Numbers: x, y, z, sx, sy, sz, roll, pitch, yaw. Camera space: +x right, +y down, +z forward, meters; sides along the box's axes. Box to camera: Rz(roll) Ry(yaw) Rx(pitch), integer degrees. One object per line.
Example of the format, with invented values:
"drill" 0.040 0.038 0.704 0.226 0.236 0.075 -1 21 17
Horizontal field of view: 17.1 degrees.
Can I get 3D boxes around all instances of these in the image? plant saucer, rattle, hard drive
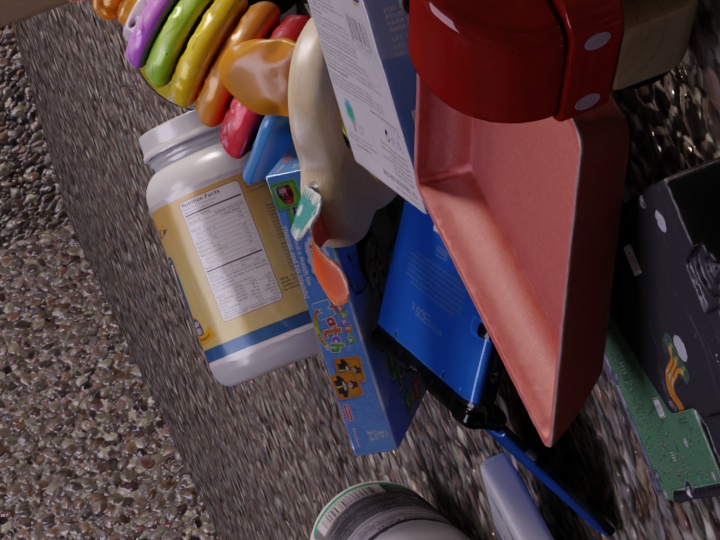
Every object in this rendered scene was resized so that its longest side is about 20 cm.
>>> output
"plant saucer" 0.075 -0.054 1.120 0.200 0.037 0.200 92 161 -44
"rattle" -0.050 -0.067 1.431 0.130 0.143 0.200 73 -152 -57
"hard drive" 0.152 0.032 1.083 0.200 0.038 0.140 135 114 -77

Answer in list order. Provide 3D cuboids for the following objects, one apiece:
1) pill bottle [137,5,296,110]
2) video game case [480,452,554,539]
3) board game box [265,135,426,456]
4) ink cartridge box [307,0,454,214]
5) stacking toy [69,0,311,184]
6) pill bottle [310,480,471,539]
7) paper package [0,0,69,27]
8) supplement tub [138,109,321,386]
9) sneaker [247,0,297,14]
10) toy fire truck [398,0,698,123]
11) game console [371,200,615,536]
"pill bottle" -0.107 -0.185 1.754 0.200 0.112 0.112 150 99 -79
"video game case" 0.137 0.238 1.531 0.182 0.023 0.200 74 170 -56
"board game box" 0.000 0.000 1.591 0.151 0.037 0.200 -59 -44 -63
"ink cartridge box" 0.021 -0.146 1.290 0.136 0.076 0.200 -138 27 -67
"stacking toy" -0.117 -0.157 1.603 0.200 0.116 0.110 29 154 0
"pill bottle" 0.035 0.238 1.840 0.200 0.113 0.113 -147 37 -73
"paper package" -0.267 -0.329 2.039 0.103 0.200 0.191 -130 22 -61
"supplement tub" -0.076 -0.027 1.805 0.145 0.144 0.200 149 100 -79
"sneaker" -0.077 -0.269 1.607 0.079 0.066 0.200 -99 -4 -57
"toy fire truck" 0.020 -0.144 0.964 0.129 0.200 0.176 91 156 -64
"game console" 0.092 0.046 1.459 0.200 0.118 0.171 -142 64 -69
